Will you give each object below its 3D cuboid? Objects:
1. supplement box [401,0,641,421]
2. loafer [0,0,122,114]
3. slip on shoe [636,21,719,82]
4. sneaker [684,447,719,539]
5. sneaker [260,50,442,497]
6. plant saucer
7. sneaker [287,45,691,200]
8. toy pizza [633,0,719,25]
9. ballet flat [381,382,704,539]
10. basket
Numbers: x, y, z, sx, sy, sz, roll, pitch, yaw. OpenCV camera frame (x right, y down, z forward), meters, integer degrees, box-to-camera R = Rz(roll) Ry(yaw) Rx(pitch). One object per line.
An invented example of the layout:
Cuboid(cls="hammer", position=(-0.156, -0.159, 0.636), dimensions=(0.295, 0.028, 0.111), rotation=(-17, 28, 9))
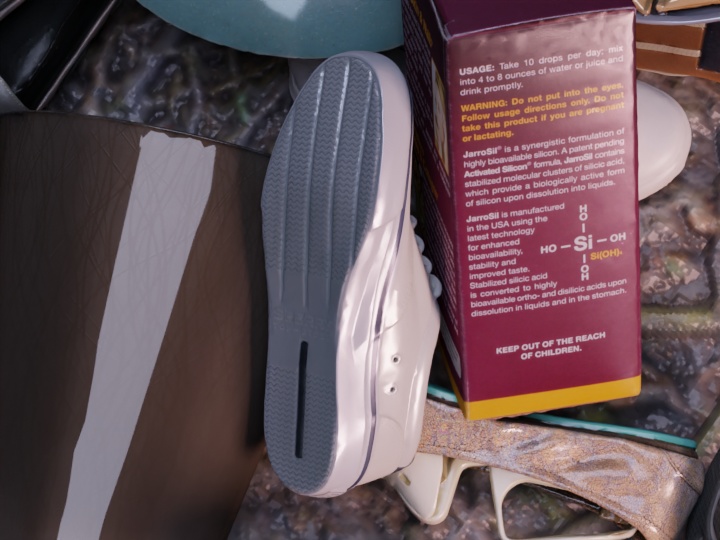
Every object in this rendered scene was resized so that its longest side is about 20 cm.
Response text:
Cuboid(cls="supplement box", position=(0.072, -0.048, 1.247), dimensions=(0.085, 0.200, 0.110), rotation=(-9, 33, -6))
Cuboid(cls="loafer", position=(-0.173, -0.102, 1.338), dimensions=(0.063, 0.072, 0.200), rotation=(19, 71, 47))
Cuboid(cls="slip on shoe", position=(0.191, -0.120, 1.346), dimensions=(0.199, 0.076, 0.061), rotation=(11, 47, 4))
Cuboid(cls="sneaker", position=(0.194, 0.167, 1.276), dimensions=(0.080, 0.070, 0.201), rotation=(4, 78, -13))
Cuboid(cls="sneaker", position=(0.000, 0.000, 1.233), dimensions=(0.073, 0.071, 0.201), rotation=(20, 109, 40))
Cuboid(cls="plant saucer", position=(-0.029, -0.181, 1.332), dimensions=(0.199, 0.036, 0.200), rotation=(3, 47, -3))
Cuboid(cls="sneaker", position=(0.060, -0.081, 1.325), dimensions=(0.199, 0.089, 0.075), rotation=(12, 75, 4))
Cuboid(cls="toy pizza", position=(0.154, -0.204, 1.323), dimensions=(0.200, 0.032, 0.201), rotation=(-5, 59, 8))
Cuboid(cls="ballet flat", position=(0.059, 0.091, 1.295), dimensions=(0.199, 0.068, 0.067), rotation=(13, 85, 7))
Cuboid(cls="basket", position=(-0.104, 0.045, 1.280), dimensions=(0.180, 0.136, 0.201), rotation=(11, 80, 5))
